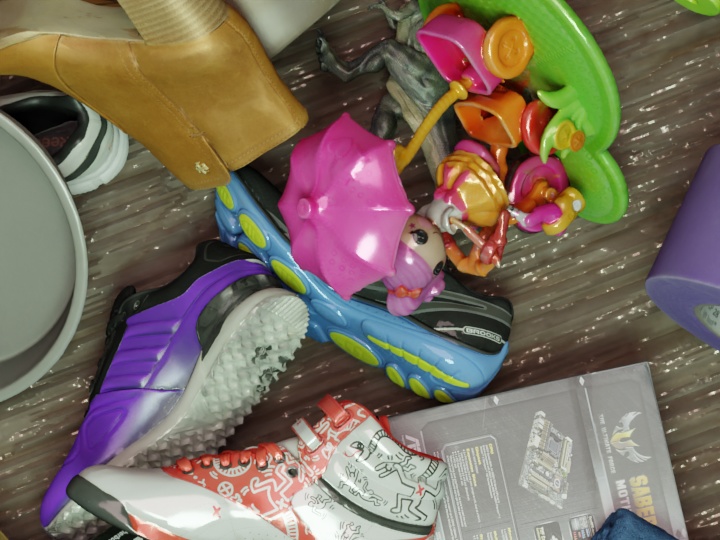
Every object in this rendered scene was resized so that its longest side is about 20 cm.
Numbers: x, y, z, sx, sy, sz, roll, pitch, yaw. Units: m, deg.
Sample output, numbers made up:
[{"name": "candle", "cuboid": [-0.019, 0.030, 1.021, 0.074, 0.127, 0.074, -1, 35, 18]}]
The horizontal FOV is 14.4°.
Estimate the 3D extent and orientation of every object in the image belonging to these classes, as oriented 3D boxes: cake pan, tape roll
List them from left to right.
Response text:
[{"name": "cake pan", "cuboid": [-0.245, -0.018, 1.621, 0.199, 0.037, 0.202, 5, 113, 12]}, {"name": "tape roll", "cuboid": [0.262, 0.014, 1.560, 0.199, 0.200, 0.085, 27, 81, 7]}]

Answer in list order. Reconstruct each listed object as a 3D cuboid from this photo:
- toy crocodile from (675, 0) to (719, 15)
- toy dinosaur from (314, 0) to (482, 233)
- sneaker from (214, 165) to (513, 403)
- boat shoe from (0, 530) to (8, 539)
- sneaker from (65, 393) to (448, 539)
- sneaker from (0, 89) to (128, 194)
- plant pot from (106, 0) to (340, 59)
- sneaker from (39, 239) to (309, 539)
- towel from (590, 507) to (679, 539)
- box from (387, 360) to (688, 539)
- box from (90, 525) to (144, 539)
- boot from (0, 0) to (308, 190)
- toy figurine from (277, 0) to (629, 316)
[{"name": "toy crocodile", "cuboid": [0.174, -0.198, 1.679, 0.199, 0.062, 0.068, 22, 80, 1]}, {"name": "toy dinosaur", "cuboid": [0.021, -0.106, 1.672, 0.087, 0.047, 0.202, -8, 82, -6]}, {"name": "sneaker", "cuboid": [0.000, 0.000, 1.648, 0.199, 0.071, 0.083, 31, 59, 10]}, {"name": "boat shoe", "cuboid": [-0.193, 0.201, 1.612, 0.073, 0.065, 0.201, -37, 99, -8]}, {"name": "sneaker", "cuboid": [-0.052, 0.112, 1.547, 0.200, 0.067, 0.109, 20, 88, -4]}, {"name": "sneaker", "cuboid": [-0.238, -0.070, 1.657, 0.198, 0.080, 0.074, -15, 81, 1]}, {"name": "plant pot", "cuboid": [-0.095, -0.200, 1.635, 0.200, 0.200, 0.174, -41, 97, -5]}, {"name": "sneaker", "cuboid": [-0.121, 0.065, 1.637, 0.200, 0.069, 0.100, -48, 56, 6]}, {"name": "towel", "cuboid": [0.194, 0.222, 1.536, 0.199, 0.049, 0.112, 33, 74, -3]}, {"name": "box", "cuboid": [0.106, 0.164, 1.595, 0.157, 0.048, 0.202, -13, 81, -2]}, {"name": "box", "cuboid": [-0.113, 0.221, 1.544, 0.160, 0.049, 0.200, 44, 47, 16]}, {"name": "boot", "cuboid": [-0.138, -0.099, 1.583, 0.200, 0.144, 0.071, -14, 35, 35]}, {"name": "toy figurine", "cuboid": [0.040, -0.048, 1.577, 0.184, 0.201, 0.150, -44, 36, -22]}]
